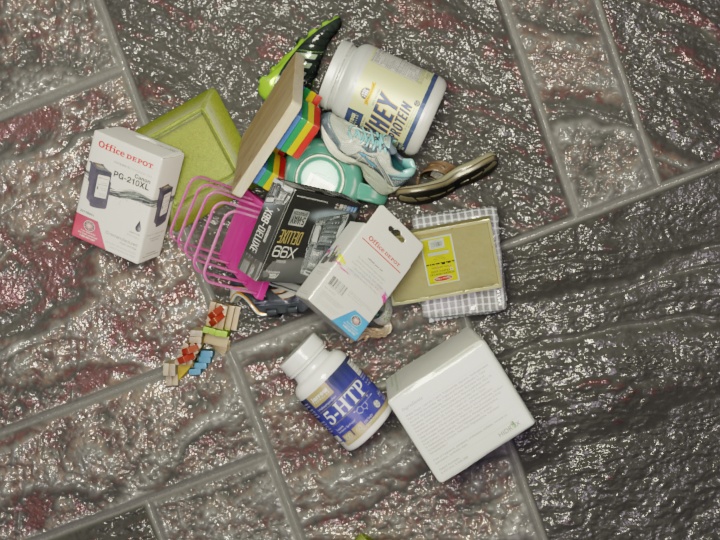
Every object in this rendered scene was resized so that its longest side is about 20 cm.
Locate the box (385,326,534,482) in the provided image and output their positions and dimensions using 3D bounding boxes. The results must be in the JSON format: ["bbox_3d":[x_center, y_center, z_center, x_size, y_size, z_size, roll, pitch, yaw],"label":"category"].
[{"bbox_3d":[0.169,0.229,1.472,0.199,0.199,0.172,-32,92,3],"label":"box"}]

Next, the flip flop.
[{"bbox_3d":[0.153,-0.175,1.512,0.198,0.081,0.058,-25,76,1],"label":"flip flop"}]

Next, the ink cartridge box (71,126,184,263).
[{"bbox_3d":[-0.413,-0.136,1.480,0.144,0.084,0.202,22,108,11],"label":"ink cartridge box"}]

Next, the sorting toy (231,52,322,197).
[{"bbox_3d":[-0.136,-0.239,1.426,0.069,0.200,0.200,27,122,-21],"label":"sorting toy"}]

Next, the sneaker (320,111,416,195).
[{"bbox_3d":[0.016,-0.216,1.427,0.086,0.078,0.199,-25,134,39],"label":"sneaker"}]

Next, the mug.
[{"bbox_3d":[-0.055,-0.165,1.491,0.183,0.114,0.154,-18,93,2],"label":"mug"}]

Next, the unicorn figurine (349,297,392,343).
[{"bbox_3d":[0.028,0.030,1.532,0.136,0.074,0.202,0,110,0],"label":"unicorn figurine"}]

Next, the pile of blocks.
[{"bbox_3d":[-0.293,0.143,1.541,0.082,0.062,0.201,37,94,-2],"label":"pile of blocks"}]

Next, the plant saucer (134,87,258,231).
[{"bbox_3d":[-0.311,-0.203,1.525,0.199,0.048,0.201,-28,93,3],"label":"plant saucer"}]

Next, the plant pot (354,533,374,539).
[{"bbox_3d":[-0.005,0.598,1.516,0.200,0.200,0.194,38,82,-2],"label":"plant pot"}]

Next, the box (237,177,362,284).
[{"bbox_3d":[-0.096,-0.059,1.359,0.050,0.199,0.159,30,102,29],"label":"box"}]

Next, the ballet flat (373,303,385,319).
[{"bbox_3d":[-0.033,0.005,1.476,0.072,0.072,0.200,-43,74,3],"label":"ballet flat"}]

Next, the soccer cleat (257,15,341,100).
[{"bbox_3d":[-0.100,-0.375,1.508,0.200,0.068,0.081,-42,103,9],"label":"soccer cleat"}]

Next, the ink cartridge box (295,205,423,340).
[{"bbox_3d":[0.000,0.000,1.389,0.115,0.068,0.201,42,79,-22],"label":"ink cartridge box"}]

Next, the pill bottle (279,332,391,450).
[{"bbox_3d":[-0.048,0.216,1.515,0.120,0.120,0.200,-44,92,3],"label":"pill bottle"}]

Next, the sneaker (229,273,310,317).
[{"bbox_3d":[-0.146,0.052,1.526,0.198,0.078,0.080,17,89,11],"label":"sneaker"}]

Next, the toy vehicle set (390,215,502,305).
[{"bbox_3d":[0.140,-0.016,1.454,0.198,0.027,0.126,-10,105,9],"label":"toy vehicle set"}]

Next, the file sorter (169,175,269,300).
[{"bbox_3d":[-0.232,-0.063,1.433,0.125,0.200,0.140,16,103,-34],"label":"file sorter"}]

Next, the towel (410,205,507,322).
[{"bbox_3d":[0.180,-0.010,1.514,0.164,0.086,0.202,-8,94,2],"label":"towel"}]

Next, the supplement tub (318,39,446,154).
[{"bbox_3d":[0.037,-0.307,1.466,0.198,0.145,0.146,24,94,-1],"label":"supplement tub"}]
